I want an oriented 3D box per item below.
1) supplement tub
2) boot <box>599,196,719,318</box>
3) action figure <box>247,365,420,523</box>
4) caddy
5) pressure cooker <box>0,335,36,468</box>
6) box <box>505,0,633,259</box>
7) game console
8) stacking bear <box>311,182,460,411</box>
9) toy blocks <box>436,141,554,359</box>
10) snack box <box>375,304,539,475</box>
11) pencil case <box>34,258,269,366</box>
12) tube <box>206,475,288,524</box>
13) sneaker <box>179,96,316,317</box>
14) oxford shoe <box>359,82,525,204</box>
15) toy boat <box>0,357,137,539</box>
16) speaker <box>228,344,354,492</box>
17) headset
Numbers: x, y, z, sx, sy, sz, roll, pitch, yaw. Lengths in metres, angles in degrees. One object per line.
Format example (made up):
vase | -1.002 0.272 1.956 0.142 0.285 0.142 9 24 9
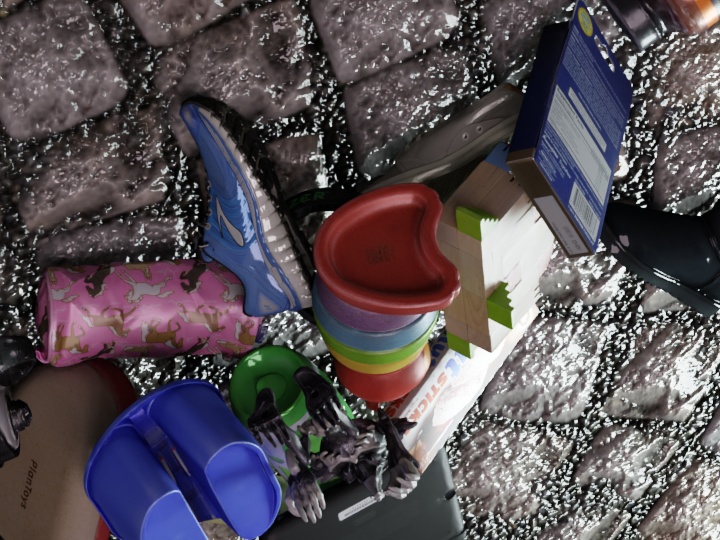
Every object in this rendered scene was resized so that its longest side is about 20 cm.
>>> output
supplement tub | 0.295 -0.271 1.668 0.200 0.107 0.107 -36 126 5
boot | 0.322 -0.056 1.830 0.200 0.077 0.168 28 112 -39
action figure | -0.017 0.157 1.668 0.118 0.102 0.200 -25 148 14
caddy | -0.154 0.175 1.684 0.141 0.105 0.200 -37 147 -13
pressure cooker | -0.362 0.098 1.634 0.199 0.176 0.179 -20 129 -2
box | 0.181 -0.124 1.696 0.032 0.201 0.121 -10 134 33
game console | -0.015 0.249 1.874 0.199 0.116 0.177 -27 120 -22
stacking bear | 0.017 0.038 1.658 0.113 0.122 0.200 -8 146 -5
toy blocks | 0.126 -0.030 1.712 0.137 0.100 0.200 -48 149 -27
snack box | 0.089 0.087 1.814 0.200 0.024 0.072 -52 133 -21
pencil case | -0.183 0.037 1.716 0.199 0.087 0.083 -1 152 -18
tube | -0.107 0.217 1.877 0.199 0.052 0.058 13 79 -21
sneaker | -0.109 -0.049 1.663 0.089 0.079 0.201 -22 98 12
oxford shoe | 0.071 -0.099 1.735 0.200 0.058 0.075 -31 156 18
toy boat | -0.242 0.167 1.771 0.130 0.130 0.201 -16 132 -47
speaker | -0.052 0.141 1.790 0.088 0.089 0.200 -30 147 1
headset | 0.000 0.000 1.761 0.123 0.094 0.200 -24 122 25
